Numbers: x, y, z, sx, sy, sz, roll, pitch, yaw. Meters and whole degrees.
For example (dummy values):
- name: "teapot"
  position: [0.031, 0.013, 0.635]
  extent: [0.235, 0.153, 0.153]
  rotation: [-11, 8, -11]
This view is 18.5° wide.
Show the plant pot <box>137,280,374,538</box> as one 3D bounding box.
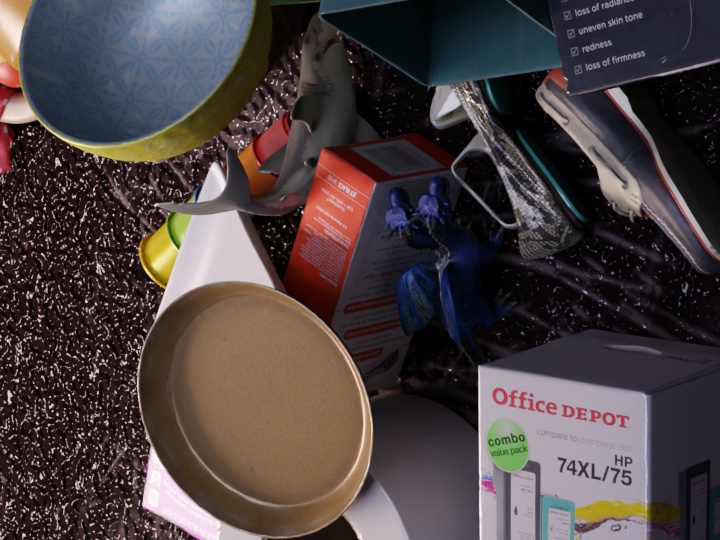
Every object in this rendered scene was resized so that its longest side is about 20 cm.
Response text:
- name: "plant pot"
  position: [-0.074, 0.100, 1.633]
  extent: [0.199, 0.027, 0.202]
  rotation: [9, 111, 25]

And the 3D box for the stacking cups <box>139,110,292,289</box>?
- name: "stacking cups"
  position: [-0.105, -0.057, 1.818]
  extent: [0.200, 0.060, 0.061]
  rotation: [-41, 73, 39]

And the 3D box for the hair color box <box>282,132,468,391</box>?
- name: "hair color box"
  position: [0.000, 0.000, 1.704]
  extent: [0.064, 0.110, 0.201]
  rotation: [34, 120, 33]

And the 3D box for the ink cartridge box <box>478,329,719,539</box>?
- name: "ink cartridge box"
  position: [0.180, 0.157, 1.556]
  extent: [0.146, 0.146, 0.202]
  rotation: [7, 104, 39]

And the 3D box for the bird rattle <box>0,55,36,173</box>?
- name: "bird rattle"
  position: [-0.327, -0.185, 1.964]
  extent: [0.162, 0.113, 0.202]
  rotation: [-5, 100, 25]

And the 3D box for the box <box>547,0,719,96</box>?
- name: "box"
  position: [0.223, -0.234, 1.448]
  extent: [0.199, 0.124, 0.198]
  rotation: [-10, 94, 41]

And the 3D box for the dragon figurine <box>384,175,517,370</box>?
- name: "dragon figurine"
  position: [0.065, 0.020, 1.656]
  extent: [0.059, 0.099, 0.202]
  rotation: [9, 111, 38]

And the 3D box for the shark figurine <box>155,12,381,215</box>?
- name: "shark figurine"
  position: [-0.061, -0.082, 1.699]
  extent: [0.089, 0.215, 0.128]
  rotation: [-11, 123, 41]

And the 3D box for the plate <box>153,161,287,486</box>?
- name: "plate"
  position: [-0.108, 0.049, 1.741]
  extent: [0.201, 0.032, 0.200]
  rotation: [-68, 30, 28]

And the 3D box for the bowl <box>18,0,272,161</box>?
- name: "bowl"
  position: [-0.142, -0.159, 1.638]
  extent: [0.199, 0.108, 0.202]
  rotation: [-11, 64, 22]

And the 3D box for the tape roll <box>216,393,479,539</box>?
- name: "tape roll"
  position: [0.006, 0.209, 1.723]
  extent: [0.202, 0.139, 0.204]
  rotation: [10, 106, 38]

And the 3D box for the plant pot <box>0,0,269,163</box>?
- name: "plant pot"
  position: [-0.177, -0.195, 1.777]
  extent: [0.184, 0.200, 0.200]
  rotation: [49, 128, 3]

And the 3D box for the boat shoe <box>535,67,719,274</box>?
- name: "boat shoe"
  position: [0.193, -0.072, 1.542]
  extent: [0.063, 0.071, 0.201]
  rotation: [-43, 65, 25]

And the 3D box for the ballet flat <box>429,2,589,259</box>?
- name: "ballet flat"
  position: [0.094, -0.099, 1.623]
  extent: [0.075, 0.068, 0.201]
  rotation: [-29, 81, 17]

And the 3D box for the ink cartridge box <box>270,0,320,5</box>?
- name: "ink cartridge box"
  position: [-0.036, -0.307, 1.663]
  extent: [0.067, 0.117, 0.201]
  rotation: [28, 117, 36]

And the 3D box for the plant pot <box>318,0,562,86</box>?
- name: "plant pot"
  position: [0.076, -0.254, 1.539]
  extent: [0.141, 0.141, 0.202]
  rotation: [-5, 71, 36]

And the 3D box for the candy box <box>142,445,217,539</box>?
- name: "candy box"
  position: [-0.108, 0.130, 1.861]
  extent: [0.136, 0.061, 0.202]
  rotation: [24, 114, 36]
